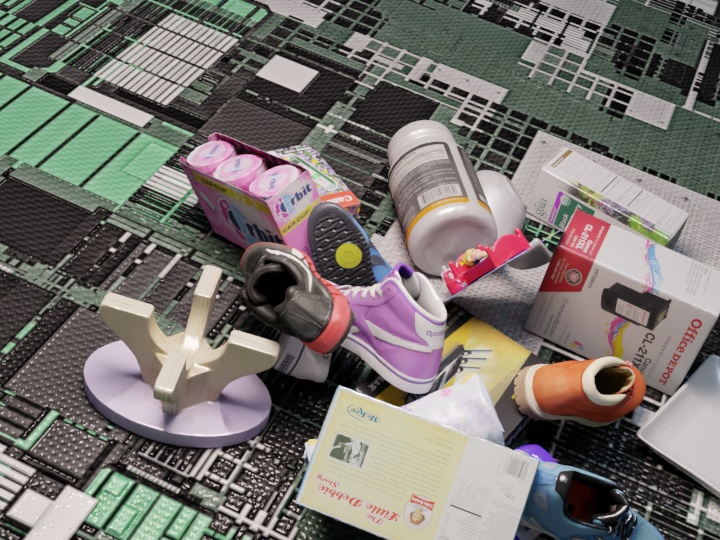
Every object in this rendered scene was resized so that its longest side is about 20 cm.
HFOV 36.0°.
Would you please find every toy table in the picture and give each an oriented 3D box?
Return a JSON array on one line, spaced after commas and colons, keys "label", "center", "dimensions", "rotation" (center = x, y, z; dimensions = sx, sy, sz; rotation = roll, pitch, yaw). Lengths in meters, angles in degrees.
[{"label": "toy table", "center": [-0.184, 0.094, 1.139], "dimensions": [0.198, 0.118, 0.185], "rotation": [8, 42, -9]}]

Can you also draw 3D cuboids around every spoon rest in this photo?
[{"label": "spoon rest", "center": [0.191, -0.064, 1.443], "dimensions": [0.099, 0.060, 0.200], "rotation": [46, 15, -30]}]

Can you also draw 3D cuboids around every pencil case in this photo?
[{"label": "pencil case", "center": [0.044, 0.172, 1.092], "dimensions": [0.199, 0.083, 0.091], "rotation": [-23, 55, -3]}]

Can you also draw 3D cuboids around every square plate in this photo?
[{"label": "square plate", "center": [0.440, 0.203, 1.263], "dimensions": [0.200, 0.029, 0.198], "rotation": [37, 45, 23]}]

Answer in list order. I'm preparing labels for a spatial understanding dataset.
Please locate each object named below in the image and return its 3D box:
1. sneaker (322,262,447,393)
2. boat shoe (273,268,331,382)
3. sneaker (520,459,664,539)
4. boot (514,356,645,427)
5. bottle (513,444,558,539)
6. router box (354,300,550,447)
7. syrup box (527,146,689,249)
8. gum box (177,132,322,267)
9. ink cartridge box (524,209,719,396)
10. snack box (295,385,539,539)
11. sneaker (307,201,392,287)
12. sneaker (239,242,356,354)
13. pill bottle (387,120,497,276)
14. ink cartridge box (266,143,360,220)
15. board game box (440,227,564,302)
[{"label": "sneaker", "center": [0.015, 0.029, 1.159], "dimensions": [0.200, 0.115, 0.072], "rotation": [30, 31, 33]}, {"label": "boat shoe", "center": [-0.046, 0.048, 1.267], "dimensions": [0.065, 0.072, 0.201], "rotation": [25, 35, -10]}, {"label": "sneaker", "center": [0.230, 0.243, 1.066], "dimensions": [0.199, 0.090, 0.079], "rotation": [31, 64, -28]}, {"label": "boot", "center": [0.271, 0.129, 1.209], "dimensions": [0.199, 0.107, 0.076], "rotation": [2, 75, -44]}, {"label": "bottle", "center": [0.123, 0.248, 1.090], "dimensions": [0.199, 0.065, 0.084], "rotation": [-26, 71, -37]}, {"label": "router box", "center": [0.106, 0.137, 1.221], "dimensions": [0.157, 0.052, 0.200], "rotation": [33, 44, 19]}, {"label": "syrup box", "center": [0.333, -0.079, 1.507], "dimensions": [0.199, 0.079, 0.081], "rotation": [32, 44, 19]}, {"label": "gum box", "center": [-0.123, -0.081, 1.301], "dimensions": [0.066, 0.114, 0.200], "rotation": [-40, 40, -22]}, {"label": "ink cartridge box", "center": [0.316, 0.039, 1.319], "dimensions": [0.199, 0.146, 0.083], "rotation": [25, 43, 12]}, {"label": "snack box", "center": [0.052, 0.195, 1.019], "dimensions": [0.199, 0.037, 0.117], "rotation": [20, 80, 10]}, {"label": "sneaker", "center": [0.000, 0.000, 1.268], "dimensions": [0.066, 0.201, 0.079], "rotation": [-28, 23, 13]}, {"label": "sneaker", "center": [-0.086, 0.012, 1.149], "dimensions": [0.098, 0.071, 0.200], "rotation": [30, 7, -37]}, {"label": "pill bottle", "center": [0.099, -0.098, 1.434], "dimensions": [0.116, 0.117, 0.201], "rotation": [1, 42, -15]}, {"label": "ink cartridge box", "center": [-0.064, -0.079, 1.414], "dimensions": [0.108, 0.051, 0.200], "rotation": [-15, 48, -30]}, {"label": "board game box", "center": [0.142, -0.012, 1.288], "dimensions": [0.039, 0.199, 0.158], "rotation": [58, 18, 4]}]
